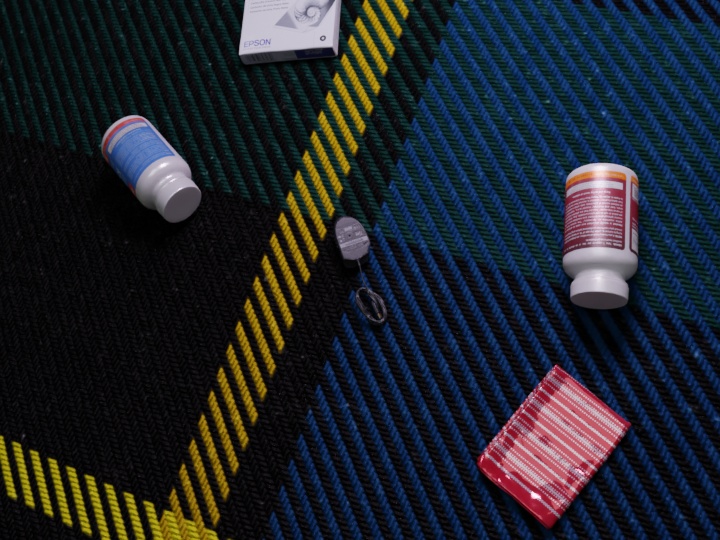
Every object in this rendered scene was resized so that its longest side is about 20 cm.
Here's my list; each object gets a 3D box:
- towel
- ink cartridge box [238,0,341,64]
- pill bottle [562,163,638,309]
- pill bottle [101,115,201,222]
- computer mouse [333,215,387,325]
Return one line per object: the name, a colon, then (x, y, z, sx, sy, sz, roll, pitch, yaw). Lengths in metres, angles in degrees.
towel: (0.284, 0.259, 1.126, 0.144, 0.023, 0.201, 39, 84, 22)
ink cartridge box: (-0.135, -0.508, 1.491, 0.195, 0.041, 0.204, -2, 71, 13)
pill bottle: (0.368, -0.051, 1.164, 0.110, 0.113, 0.204, 3, 71, 15)
pill bottle: (-0.382, -0.184, 1.400, 0.112, 0.112, 0.200, -43, 66, -4)
computer mouse: (0.000, 0.000, 1.288, 0.057, 0.034, 0.204, -14, 72, -10)
